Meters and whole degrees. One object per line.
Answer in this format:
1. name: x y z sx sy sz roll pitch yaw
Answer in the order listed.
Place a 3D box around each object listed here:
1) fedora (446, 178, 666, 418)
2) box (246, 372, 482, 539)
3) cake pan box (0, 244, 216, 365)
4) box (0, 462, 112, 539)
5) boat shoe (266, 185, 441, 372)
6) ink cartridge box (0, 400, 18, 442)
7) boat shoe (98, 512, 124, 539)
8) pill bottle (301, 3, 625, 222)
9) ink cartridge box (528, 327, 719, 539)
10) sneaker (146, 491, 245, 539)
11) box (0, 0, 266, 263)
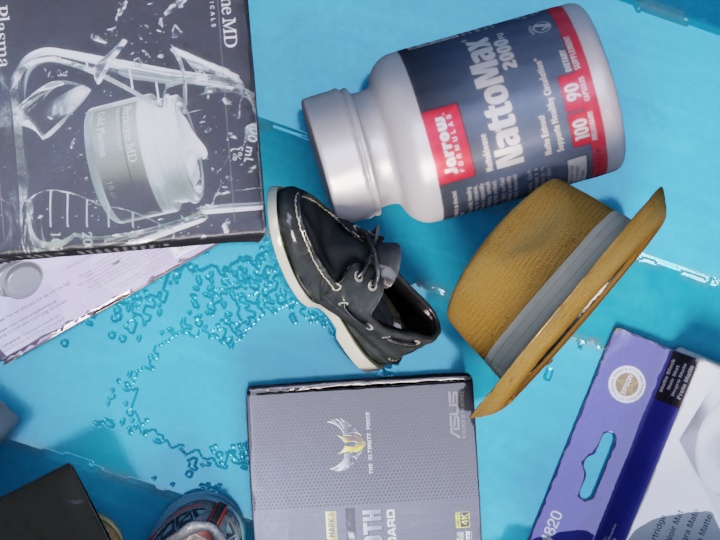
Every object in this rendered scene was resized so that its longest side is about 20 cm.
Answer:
1. fedora: 0.118 0.005 1.536 0.082 0.201 0.201 41 88 7
2. box: 0.004 0.174 1.592 0.157 0.051 0.200 -3 90 -2
3. cake pan box: -0.202 -0.063 1.582 0.200 0.052 0.184 -30 94 -2
4. box: -0.241 0.228 1.443 0.200 0.149 0.124 -27 79 -11
5. boat shoe: 0.000 0.002 1.525 0.066 0.199 0.075 -12 50 18
6. ink cartridge box: -0.313 0.093 1.502 0.145 0.200 0.084 39 91 -3
7. boat shoe: -0.250 0.229 1.566 0.200 0.076 0.072 -30 91 -3
8. pill bottle: 0.068 -0.099 1.562 0.200 0.120 0.120 -16 91 -3
9. ink cartridge box: 0.235 0.165 1.610 0.200 0.041 0.200 22 89 -3
10. sneaker: -0.142 0.244 1.562 0.079 0.096 0.200 22 89 -3
11. box: -0.167 -0.110 1.501 0.196 0.124 0.200 -5 90 -6
